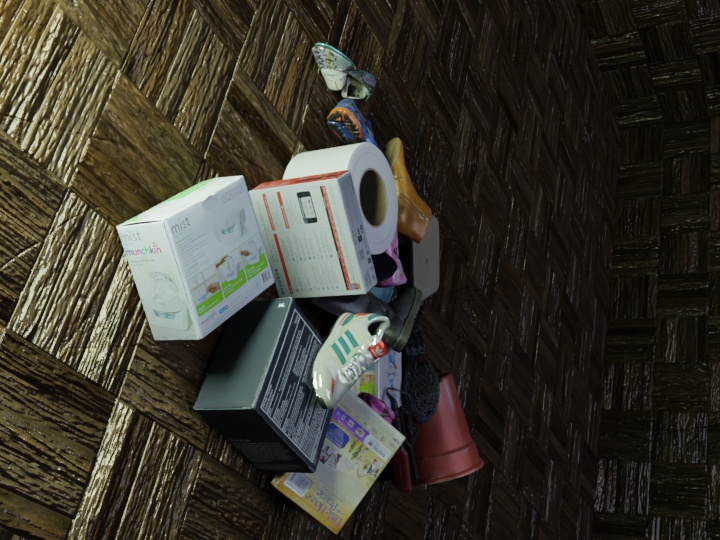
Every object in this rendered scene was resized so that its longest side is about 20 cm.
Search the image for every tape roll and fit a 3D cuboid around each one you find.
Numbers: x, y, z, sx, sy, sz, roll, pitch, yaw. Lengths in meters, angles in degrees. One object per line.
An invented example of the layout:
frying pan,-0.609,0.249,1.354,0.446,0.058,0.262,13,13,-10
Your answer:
tape roll,-0.034,-0.125,1.554,0.202,0.138,0.206,16,72,-59

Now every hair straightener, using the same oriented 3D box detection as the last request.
hair straightener,0.078,0.307,1.586,0.077,0.040,0.203,-35,116,-57

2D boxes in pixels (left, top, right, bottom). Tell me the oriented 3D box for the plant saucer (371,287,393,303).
plant saucer,0.014,-0.009,1.738,0.199,0.027,0.203,12,76,-59

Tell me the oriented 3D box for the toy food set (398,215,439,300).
toy food set,0.124,-0.024,1.916,0.143,0.060,0.203,-24,115,-59

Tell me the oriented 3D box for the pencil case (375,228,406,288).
pencil case,0.042,-0.068,1.688,0.086,0.082,0.203,-166,-113,-75

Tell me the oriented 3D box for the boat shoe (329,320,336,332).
boat shoe,0.004,0.101,1.647,0.199,0.071,0.065,5,99,-62

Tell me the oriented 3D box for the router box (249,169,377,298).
router box,-0.079,-0.057,1.424,0.049,0.178,0.202,-40,121,-54

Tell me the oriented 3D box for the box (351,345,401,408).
box,0.010,0.242,1.610,0.101,0.111,0.203,9,79,-61

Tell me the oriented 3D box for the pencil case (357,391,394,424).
pencil case,-0.023,0.311,1.492,0.090,0.094,0.201,38,80,-6

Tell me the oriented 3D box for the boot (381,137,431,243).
boot,0.096,-0.169,1.815,0.143,0.070,0.203,29,60,-32

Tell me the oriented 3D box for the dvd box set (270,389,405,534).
dvd box set,-0.035,0.317,1.419,0.146,0.029,0.201,41,78,-18

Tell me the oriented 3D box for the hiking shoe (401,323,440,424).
hiking shoe,0.104,0.209,1.679,0.101,0.075,0.202,116,-32,-63

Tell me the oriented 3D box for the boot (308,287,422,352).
boot,0.011,0.051,1.598,0.073,0.198,0.182,-62,-177,34

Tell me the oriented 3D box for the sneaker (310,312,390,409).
sneaker,-0.010,0.138,1.367,0.071,0.092,0.201,65,32,-30

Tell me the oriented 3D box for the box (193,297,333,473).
box,-0.138,0.182,1.345,0.199,0.122,0.202,57,38,-42

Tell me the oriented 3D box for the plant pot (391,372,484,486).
plant pot,0.141,0.325,1.772,0.200,0.199,0.198,-7,85,-60

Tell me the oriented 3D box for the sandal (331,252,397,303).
sandal,0.000,-0.001,1.553,0.076,0.043,0.200,42,37,13

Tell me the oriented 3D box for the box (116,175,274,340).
box,-0.231,-0.022,1.233,0.200,0.096,0.178,-43,122,-54

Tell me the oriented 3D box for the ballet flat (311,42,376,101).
ballet flat,-0.031,-0.380,1.668,0.200,0.071,0.073,17,71,-57

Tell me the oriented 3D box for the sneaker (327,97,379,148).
sneaker,0.005,-0.265,1.711,0.201,0.074,0.079,60,35,-41
